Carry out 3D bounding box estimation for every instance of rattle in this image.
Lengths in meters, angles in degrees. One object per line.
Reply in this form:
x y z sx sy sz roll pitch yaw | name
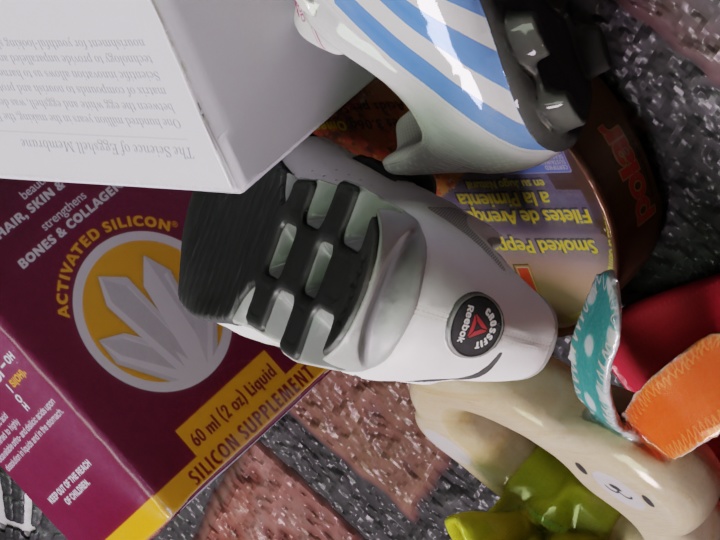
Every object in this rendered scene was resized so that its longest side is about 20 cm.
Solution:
0.054 0.089 0.933 0.130 0.143 0.200 55 165 -5 | rattle

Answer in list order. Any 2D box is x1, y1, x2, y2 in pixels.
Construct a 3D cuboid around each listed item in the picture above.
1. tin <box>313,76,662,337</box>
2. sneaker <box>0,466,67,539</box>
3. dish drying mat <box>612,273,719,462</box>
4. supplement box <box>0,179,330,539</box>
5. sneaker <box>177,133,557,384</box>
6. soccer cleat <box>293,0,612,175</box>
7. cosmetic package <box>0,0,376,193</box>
0.021 -0.031 0.979 0.199 0.042 0.112 1 121 48 | tin
-0.158 0.050 1.209 0.200 0.081 0.074 37 137 40 | sneaker
0.156 0.024 0.898 0.077 0.018 0.200 54 146 -10 | dish drying mat
-0.120 0.005 1.111 0.200 0.110 0.086 48 147 0 | supplement box
0.000 0.000 0.922 0.088 0.074 0.200 18 -170 -25 | sneaker
0.002 -0.112 0.839 0.086 0.070 0.201 -12 117 29 | soccer cleat
-0.104 -0.142 0.931 0.199 0.123 0.201 6 127 46 | cosmetic package
